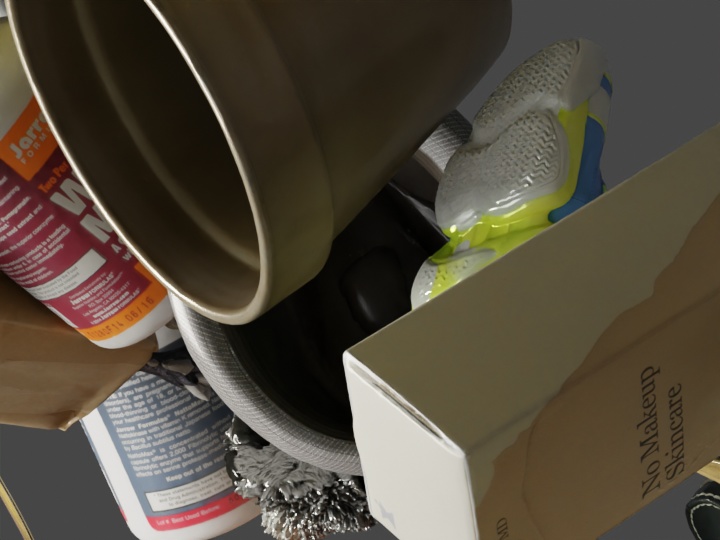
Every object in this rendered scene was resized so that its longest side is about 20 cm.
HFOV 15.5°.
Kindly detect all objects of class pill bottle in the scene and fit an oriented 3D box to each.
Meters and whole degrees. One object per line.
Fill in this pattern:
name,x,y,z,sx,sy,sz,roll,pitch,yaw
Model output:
pill bottle,-0.125,0.057,1.636,0.119,0.119,0.201,17,133,58
pill bottle,-0.168,-0.059,1.342,0.200,0.110,0.109,41,166,-25

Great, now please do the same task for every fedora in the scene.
fedora,0.000,0.000,1.298,0.201,0.176,0.090,57,-173,4

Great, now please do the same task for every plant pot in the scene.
plant pot,-0.033,-0.104,1.167,0.200,0.173,0.201,46,154,30

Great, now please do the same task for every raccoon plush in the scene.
raccoon plush,0.003,0.140,1.524,0.200,0.097,0.134,35,163,34

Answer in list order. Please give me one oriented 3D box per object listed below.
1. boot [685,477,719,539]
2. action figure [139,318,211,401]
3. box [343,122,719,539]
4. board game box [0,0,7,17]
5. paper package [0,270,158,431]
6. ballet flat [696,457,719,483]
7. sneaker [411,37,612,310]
boot,0.172,0.201,1.149,0.204,0.153,0.074,55,157,8
action figure,-0.098,0.015,1.507,0.199,0.102,0.120,4,86,45
box,0.097,0.035,1.036,0.078,0.199,0.095,38,150,40
board game box,-0.131,-0.107,1.423,0.200,0.026,0.200,39,175,-12
paper package,-0.229,-0.023,1.431,0.103,0.199,0.192,-35,62,31
ballet flat,0.160,0.071,1.133,0.200,0.069,0.063,32,161,50
sneaker,0.080,0.007,1.127,0.105,0.201,0.076,29,170,-27
